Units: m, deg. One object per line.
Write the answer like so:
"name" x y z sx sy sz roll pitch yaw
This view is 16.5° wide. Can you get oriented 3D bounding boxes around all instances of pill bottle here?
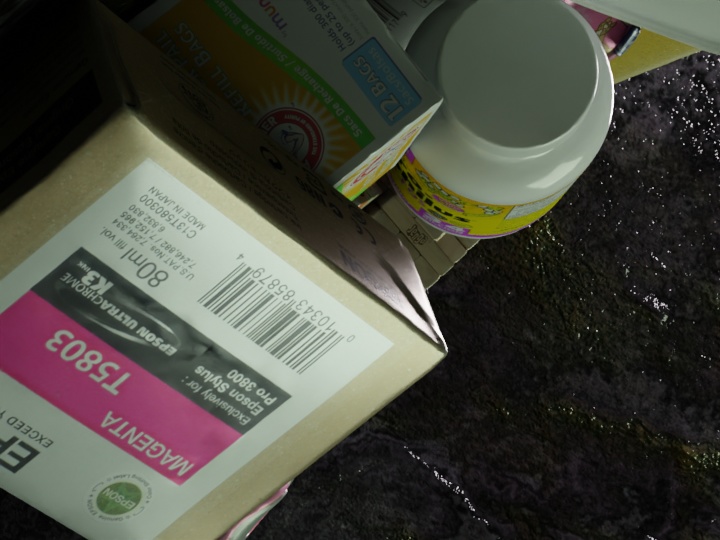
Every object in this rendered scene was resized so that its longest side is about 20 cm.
"pill bottle" 0.065 -0.078 1.204 0.104 0.104 0.200 -38 176 -6

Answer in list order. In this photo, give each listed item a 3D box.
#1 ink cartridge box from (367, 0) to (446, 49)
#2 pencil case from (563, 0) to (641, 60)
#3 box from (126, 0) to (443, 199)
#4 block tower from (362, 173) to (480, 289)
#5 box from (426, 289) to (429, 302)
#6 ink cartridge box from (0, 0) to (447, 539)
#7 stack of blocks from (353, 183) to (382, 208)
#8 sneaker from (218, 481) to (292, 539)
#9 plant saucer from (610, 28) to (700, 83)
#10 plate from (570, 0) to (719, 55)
"ink cartridge box" 0.068 -0.215 1.372 0.162 0.057 0.201 -39 -160 54
"pencil case" 0.133 -0.188 1.340 0.200 0.086 0.083 -64 163 -53
"box" -0.045 -0.072 1.115 0.101 0.113 0.200 -38 178 -8
"block tower" 0.000 0.000 1.339 0.200 0.054 0.058 -42 -163 2
"box" -0.060 0.000 1.472 0.198 0.124 0.198 -6 -179 2
"ink cartridge box" -0.091 0.014 0.965 0.165 0.200 0.075 -40 -138 16
"stack of blocks" -0.102 -0.022 1.315 0.200 0.115 0.059 -38 179 15
"sneaker" -0.077 0.092 1.463 0.079 0.095 0.200 -54 180 18
"plant saucer" 0.174 -0.171 1.422 0.199 0.049 0.200 -19 -152 48
"plate" 0.122 -0.145 1.061 0.200 0.198 0.033 104 8 -77
